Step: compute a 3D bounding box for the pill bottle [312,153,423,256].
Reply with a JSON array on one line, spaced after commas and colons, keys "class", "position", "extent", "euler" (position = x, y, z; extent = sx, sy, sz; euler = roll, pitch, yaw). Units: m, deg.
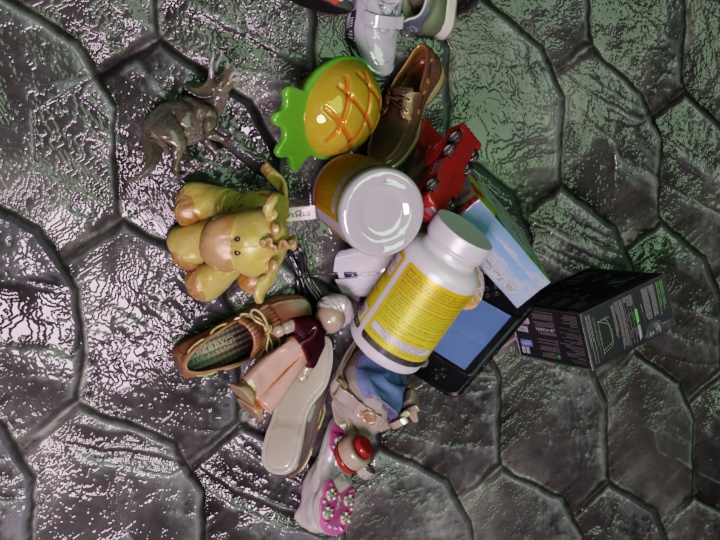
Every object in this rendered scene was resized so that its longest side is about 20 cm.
[{"class": "pill bottle", "position": [-0.001, -0.094, 1.146], "extent": [0.110, 0.200, 0.112], "euler": [-5, 106, -17]}]

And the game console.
[{"class": "game console", "position": [0.129, 0.053, 1.286], "extent": [0.200, 0.172, 0.119], "euler": [-46, 139, -17]}]

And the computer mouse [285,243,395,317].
[{"class": "computer mouse", "position": [0.000, 0.000, 1.198], "extent": [0.198, 0.044, 0.111], "euler": [-11, 101, 8]}]

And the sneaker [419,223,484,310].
[{"class": "sneaker", "position": [0.098, -0.024, 1.261], "extent": [0.076, 0.088, 0.200], "euler": [-45, 95, -16]}]

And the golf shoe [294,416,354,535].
[{"class": "golf shoe", "position": [-0.044, 0.274, 1.233], "extent": [0.075, 0.091, 0.202], "euler": [36, 54, -28]}]

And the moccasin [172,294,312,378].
[{"class": "moccasin", "position": [-0.151, 0.086, 1.154], "extent": [0.200, 0.078, 0.075], "euler": [-17, 101, -26]}]

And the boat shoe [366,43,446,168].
[{"class": "boat shoe", "position": [0.057, -0.234, 1.235], "extent": [0.202, 0.071, 0.068], "euler": [-64, 152, -17]}]

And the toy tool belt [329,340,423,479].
[{"class": "toy tool belt", "position": [0.026, 0.171, 1.181], "extent": [0.123, 0.201, 0.125], "euler": [-37, 114, 26]}]

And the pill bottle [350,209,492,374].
[{"class": "pill bottle", "position": [0.081, 0.026, 1.124], "extent": [0.112, 0.113, 0.201], "euler": [22, 115, -27]}]

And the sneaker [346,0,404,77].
[{"class": "sneaker", "position": [0.034, -0.375, 1.201], "extent": [0.074, 0.115, 0.203], "euler": [-7, 97, -27]}]

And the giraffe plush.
[{"class": "giraffe plush", "position": [-0.142, -0.035, 1.074], "extent": [0.198, 0.162, 0.174], "euler": [-22, 106, -3]}]

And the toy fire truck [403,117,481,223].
[{"class": "toy fire truck", "position": [0.096, -0.142, 1.213], "extent": [0.049, 0.140, 0.201], "euler": [43, 55, -24]}]

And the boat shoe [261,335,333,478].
[{"class": "boat shoe", "position": [-0.081, 0.189, 1.210], "extent": [0.060, 0.071, 0.202], "euler": [57, 46, -63]}]

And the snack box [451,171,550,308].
[{"class": "snack box", "position": [0.181, -0.063, 1.253], "extent": [0.067, 0.201, 0.169], "euler": [-38, 111, 15]}]

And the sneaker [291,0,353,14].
[{"class": "sneaker", "position": [-0.088, -0.422, 1.159], "extent": [0.199, 0.067, 0.109], "euler": [13, 90, -26]}]

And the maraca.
[{"class": "maraca", "position": [-0.046, -0.212, 1.164], "extent": [0.199, 0.106, 0.139], "euler": [-33, 129, -39]}]

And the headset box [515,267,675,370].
[{"class": "headset box", "position": [0.372, 0.069, 1.382], "extent": [0.198, 0.174, 0.094], "euler": [-22, 103, -26]}]

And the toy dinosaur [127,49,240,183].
[{"class": "toy dinosaur", "position": [-0.229, -0.181, 1.109], "extent": [0.200, 0.077, 0.103], "euler": [-39, 98, -15]}]

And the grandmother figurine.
[{"class": "grandmother figurine", "position": [-0.082, 0.107, 1.147], "extent": [0.200, 0.060, 0.122], "euler": [-46, 154, -24]}]

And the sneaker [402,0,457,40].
[{"class": "sneaker", "position": [0.093, -0.441, 1.254], "extent": [0.089, 0.067, 0.203], "euler": [-3, 98, -33]}]
